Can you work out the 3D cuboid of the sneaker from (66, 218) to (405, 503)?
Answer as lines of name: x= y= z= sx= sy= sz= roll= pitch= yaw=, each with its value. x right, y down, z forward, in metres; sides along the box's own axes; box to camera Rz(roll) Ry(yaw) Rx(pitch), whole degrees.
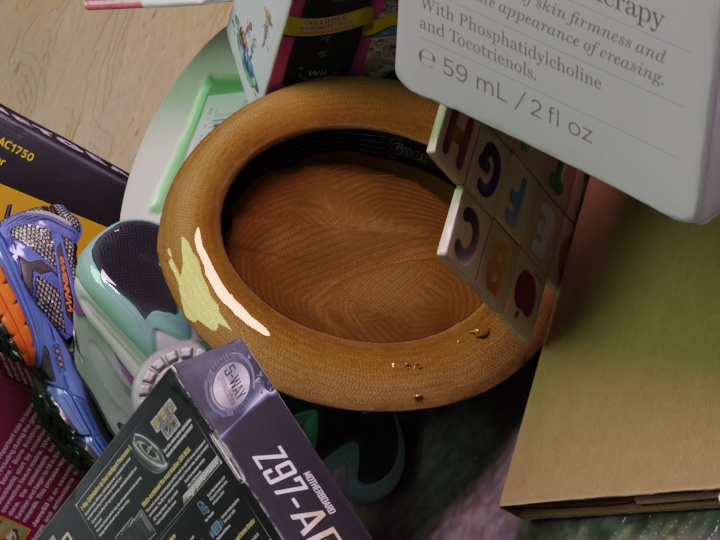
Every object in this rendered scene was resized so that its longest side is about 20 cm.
sneaker: x=-0.070 y=0.074 z=1.497 sx=0.078 sy=0.200 sz=0.140 roll=-40 pitch=-17 yaw=-36

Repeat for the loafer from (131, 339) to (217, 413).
loafer: x=-0.047 y=0.127 z=1.397 sx=0.075 sy=0.201 sz=0.070 roll=-23 pitch=-2 yaw=-5

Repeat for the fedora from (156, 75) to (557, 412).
fedora: x=0.000 y=0.000 z=1.421 sx=0.082 sy=0.199 sz=0.202 roll=100 pitch=178 yaw=-59

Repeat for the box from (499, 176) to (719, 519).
box: x=0.142 y=0.013 z=1.305 sx=0.163 sy=0.021 sz=0.201 roll=-12 pitch=57 yaw=54

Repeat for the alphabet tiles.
alphabet tiles: x=0.083 y=-0.077 z=1.343 sx=0.006 sy=0.166 sz=0.201 roll=6 pitch=68 yaw=29

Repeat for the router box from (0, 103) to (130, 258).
router box: x=-0.203 y=-0.009 z=1.690 sx=0.150 sy=0.199 sz=0.051 roll=-59 pitch=27 yaw=6

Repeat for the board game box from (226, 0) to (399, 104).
board game box: x=0.026 y=-0.159 z=1.419 sx=0.200 sy=0.147 sz=0.065 roll=109 pitch=150 yaw=-54

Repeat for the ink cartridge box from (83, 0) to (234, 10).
ink cartridge box: x=-0.035 y=-0.193 z=1.567 sx=0.145 sy=0.199 sz=0.085 roll=6 pitch=104 yaw=58

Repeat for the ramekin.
ramekin: x=-0.044 y=-0.045 z=1.570 sx=0.200 sy=0.097 sz=0.201 roll=-38 pitch=38 yaw=37

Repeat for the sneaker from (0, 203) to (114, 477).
sneaker: x=-0.142 y=0.051 z=1.572 sx=0.078 sy=0.201 sz=0.075 roll=-36 pitch=21 yaw=-15

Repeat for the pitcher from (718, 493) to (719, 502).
pitcher: x=0.235 y=0.021 z=1.074 sx=0.171 sy=0.121 sz=0.201 roll=25 pitch=98 yaw=43

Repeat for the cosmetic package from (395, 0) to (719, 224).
cosmetic package: x=0.129 y=-0.162 z=1.193 sx=0.167 sy=0.166 sz=0.201 roll=27 pitch=132 yaw=32

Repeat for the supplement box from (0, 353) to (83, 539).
supplement box: x=-0.225 y=0.092 z=1.640 sx=0.111 sy=0.199 sz=0.086 roll=-57 pitch=29 yaw=10

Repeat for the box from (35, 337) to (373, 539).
box: x=-0.069 y=0.151 z=1.325 sx=0.161 sy=0.043 sz=0.200 roll=56 pitch=138 yaw=16
